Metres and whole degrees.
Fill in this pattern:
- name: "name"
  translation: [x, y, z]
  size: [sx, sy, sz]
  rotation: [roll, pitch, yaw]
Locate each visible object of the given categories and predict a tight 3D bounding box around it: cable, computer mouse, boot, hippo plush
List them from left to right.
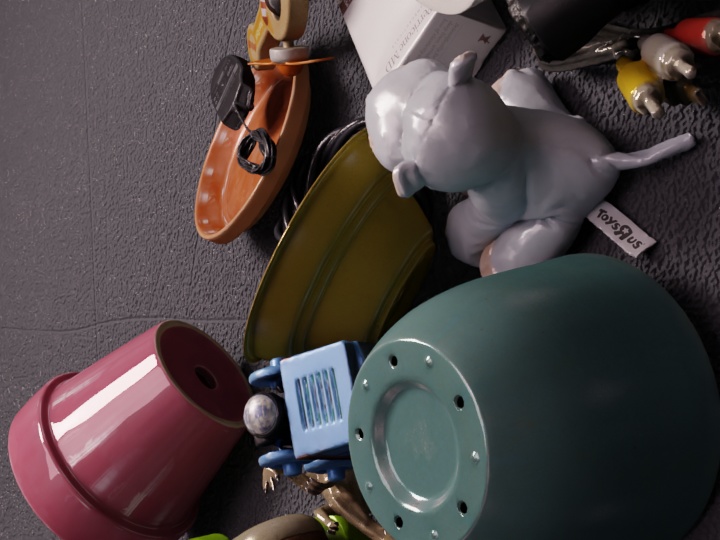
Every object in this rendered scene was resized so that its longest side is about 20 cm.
- name: "computer mouse"
  translation: [-0.102, -0.144, 1.172]
  size: [0.059, 0.034, 0.201]
  rotation: [-59, 32, 25]
- name: "cable"
  translation: [-0.011, -0.055, 1.082]
  size: [0.164, 0.050, 0.201]
  rotation: [-60, 38, 26]
- name: "hippo plush"
  translation: [0.081, -0.063, 0.854]
  size: [0.200, 0.160, 0.161]
  rotation: [39, 113, 52]
- name: "cable"
  translation: [0.180, -0.153, 0.820]
  size: [0.097, 0.050, 0.200]
  rotation: [-40, 32, -1]
- name: "boot"
  translation: [0.174, -0.174, 0.741]
  size: [0.167, 0.077, 0.201]
  rotation: [-33, 28, 16]

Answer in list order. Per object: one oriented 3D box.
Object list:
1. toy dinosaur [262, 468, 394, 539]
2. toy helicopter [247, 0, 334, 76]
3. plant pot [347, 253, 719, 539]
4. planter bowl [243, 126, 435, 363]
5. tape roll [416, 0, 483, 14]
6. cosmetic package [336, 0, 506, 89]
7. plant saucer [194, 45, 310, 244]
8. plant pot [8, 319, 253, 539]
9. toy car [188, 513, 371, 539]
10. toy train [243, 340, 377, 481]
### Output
- name: "toy dinosaur"
  translation: [-0.026, 0.159, 1.007]
  size: [0.058, 0.101, 0.201]
  rotation: [-51, 40, 20]
- name: "toy helicopter"
  translation: [-0.073, -0.223, 1.122]
  size: [0.200, 0.078, 0.133]
  rotation: [133, 123, -71]
- name: "plant pot"
  translation: [0.089, 0.095, 0.767]
  size: [0.200, 0.160, 0.203]
  rotation: [8, 100, 51]
- name: "planter bowl"
  translation: [0.000, 0.000, 0.932]
  size: [0.083, 0.200, 0.202]
  rotation: [29, 110, 11]
- name: "tape roll"
  translation: [0.041, -0.278, 0.876]
  size: [0.203, 0.037, 0.203]
  rotation: [51, 161, 25]
- name: "cosmetic package"
  translation: [0.037, -0.236, 1.042]
  size: [0.102, 0.074, 0.201]
  rotation: [-52, 42, 35]
- name: "plant saucer"
  translation: [-0.102, -0.119, 1.214]
  size: [0.200, 0.032, 0.201]
  rotation: [-44, 33, 39]
- name: "plant pot"
  translation: [-0.206, 0.152, 1.205]
  size: [0.179, 0.199, 0.201]
  rotation: [-43, 47, 20]
- name: "toy car"
  translation: [-0.059, 0.307, 0.981]
  size: [0.158, 0.163, 0.201]
  rotation: [-44, 60, 40]
- name: "toy train"
  translation: [0.004, 0.102, 0.904]
  size: [0.114, 0.199, 0.088]
  rotation: [-18, 72, 31]
